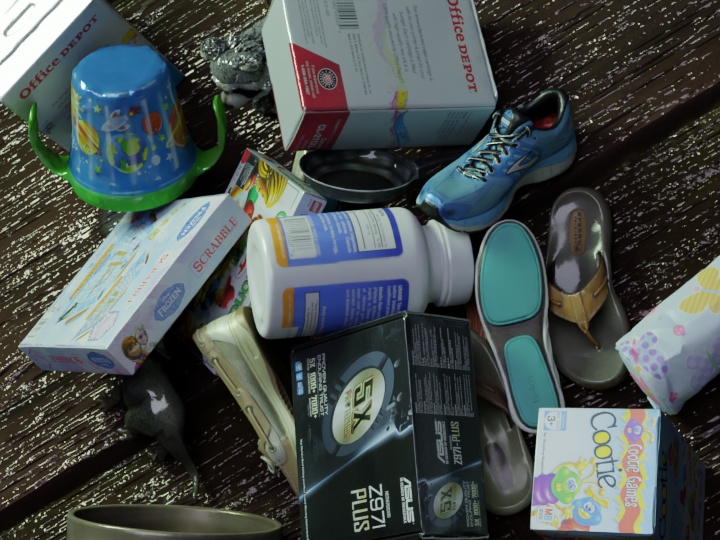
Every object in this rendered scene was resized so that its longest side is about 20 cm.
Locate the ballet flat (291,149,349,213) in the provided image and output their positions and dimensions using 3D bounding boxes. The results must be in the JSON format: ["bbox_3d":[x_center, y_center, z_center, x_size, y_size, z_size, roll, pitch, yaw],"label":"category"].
[{"bbox_3d":[-0.053,-0.048,1.732,0.062,0.067,0.201,4,76,64],"label":"ballet flat"}]

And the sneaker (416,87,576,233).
[{"bbox_3d":[0.126,-0.112,1.615,0.078,0.090,0.200,33,54,29],"label":"sneaker"}]

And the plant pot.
[{"bbox_3d":[-0.175,0.314,1.590,0.199,0.200,0.175,3,90,23],"label":"plant pot"}]

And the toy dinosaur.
[{"bbox_3d":[-0.207,0.131,1.699,0.076,0.102,0.201,-4,62,-24],"label":"toy dinosaur"}]

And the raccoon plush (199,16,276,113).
[{"bbox_3d":[-0.099,-0.253,1.777,0.096,0.134,0.201,0,72,23],"label":"raccoon plush"}]

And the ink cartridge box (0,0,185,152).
[{"bbox_3d":[-0.317,-0.232,1.822,0.147,0.200,0.145,-46,61,1],"label":"ink cartridge box"}]

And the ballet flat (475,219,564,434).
[{"bbox_3d":[0.147,0.056,1.594,0.069,0.069,0.201,-14,77,17],"label":"ballet flat"}]

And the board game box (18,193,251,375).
[{"bbox_3d":[-0.224,0.014,1.700,0.199,0.041,0.200,-2,47,56],"label":"board game box"}]

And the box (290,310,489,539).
[{"bbox_3d":[0.023,0.154,1.560,0.163,0.086,0.201,-18,70,46],"label":"box"}]

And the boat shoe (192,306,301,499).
[{"bbox_3d":[-0.090,0.135,1.635,0.063,0.073,0.202,-24,98,11],"label":"boat shoe"}]

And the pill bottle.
[{"bbox_3d":[0.000,0.000,1.605,0.199,0.112,0.113,-5,66,-13],"label":"pill bottle"}]

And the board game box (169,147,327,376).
[{"bbox_3d":[-0.116,-0.007,1.701,0.126,0.034,0.201,37,103,51],"label":"board game box"}]

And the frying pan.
[{"bbox_3d":[0.024,-0.103,1.687,0.115,0.189,0.031,28,123,39],"label":"frying pan"}]

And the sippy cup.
[{"bbox_3d":[-0.234,-0.150,1.731,0.177,0.131,0.140,-26,44,-25],"label":"sippy cup"}]

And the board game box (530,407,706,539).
[{"bbox_3d":[0.220,0.189,1.448,0.102,0.200,0.106,-1,70,22],"label":"board game box"}]

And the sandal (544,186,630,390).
[{"bbox_3d":[0.206,0.012,1.601,0.081,0.055,0.201,-6,71,21],"label":"sandal"}]

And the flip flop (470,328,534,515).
[{"bbox_3d":[0.101,0.130,1.588,0.081,0.058,0.201,-25,71,9],"label":"flip flop"}]

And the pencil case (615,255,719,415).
[{"bbox_3d":[0.321,0.039,1.527,0.200,0.091,0.083,-40,48,4],"label":"pencil case"}]

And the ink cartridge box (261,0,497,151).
[{"bbox_3d":[0.017,-0.199,1.685,0.199,0.083,0.147,-3,64,-19],"label":"ink cartridge box"}]

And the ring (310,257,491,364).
[{"bbox_3d":[0.041,0.057,1.674,0.199,0.019,0.202,-7,69,19],"label":"ring"}]
